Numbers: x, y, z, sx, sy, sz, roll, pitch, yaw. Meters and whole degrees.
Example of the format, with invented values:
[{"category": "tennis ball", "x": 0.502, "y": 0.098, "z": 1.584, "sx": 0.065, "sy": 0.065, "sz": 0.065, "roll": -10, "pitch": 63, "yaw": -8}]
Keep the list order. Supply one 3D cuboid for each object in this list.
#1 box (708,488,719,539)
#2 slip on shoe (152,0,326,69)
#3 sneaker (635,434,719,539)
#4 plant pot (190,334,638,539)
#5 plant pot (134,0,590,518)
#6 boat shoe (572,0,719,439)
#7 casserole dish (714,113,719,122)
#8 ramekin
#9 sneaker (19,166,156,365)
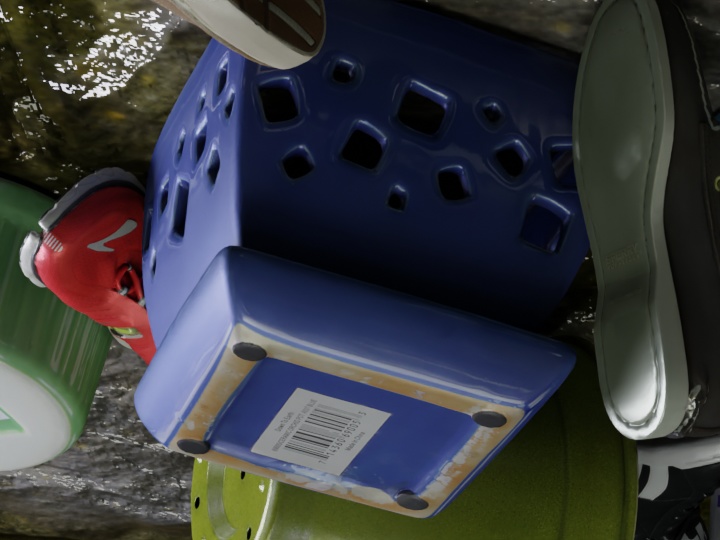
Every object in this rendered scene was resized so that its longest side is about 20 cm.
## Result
[{"category": "box", "x": 0.309, "y": 0.206, "z": 1.455, "sx": 0.199, "sy": 0.177, "sz": 0.097, "roll": -4, "pitch": 150, "yaw": 23}, {"category": "slip on shoe", "x": -0.100, "y": -0.150, "z": 1.063, "sx": 0.200, "sy": 0.076, "sz": 0.060, "roll": 34, "pitch": 137, "yaw": -31}, {"category": "sneaker", "x": 0.188, "y": 0.125, "z": 1.426, "sx": 0.199, "sy": 0.073, "sz": 0.112, "roll": -14, "pitch": 118, "yaw": 50}, {"category": "plant pot", "x": 0.017, "y": 0.120, "z": 1.336, "sx": 0.192, "sy": 0.202, "sz": 0.200, "roll": 10, "pitch": 152, "yaw": -23}, {"category": "plant pot", "x": 0.000, "y": 0.000, "z": 1.190, "sx": 0.199, "sy": 0.181, "sz": 0.200, "roll": 16, "pitch": 150, "yaw": -13}, {"category": "boat shoe", "x": 0.139, "y": -0.026, "z": 1.110, "sx": 0.060, "sy": 0.203, "sz": 0.072, "roll": 1, "pitch": 173, "yaw": -27}, {"category": "casserole dish", "x": 0.222, "y": -0.041, "z": 1.196, "sx": 0.121, "sy": 0.039, "sz": 0.200, "roll": 22, "pitch": 147, "yaw": -22}, {"category": "ramekin", "x": -0.234, "y": 0.033, "z": 1.397, "sx": 0.199, "sy": 0.098, "sz": 0.200, "roll": 8, "pitch": 150, "yaw": 4}, {"category": "sneaker", "x": -0.107, "y": 0.011, "z": 1.314, "sx": 0.085, "sy": 0.077, "sz": 0.200, "roll": 40, "pitch": 179, "yaw": 28}]
